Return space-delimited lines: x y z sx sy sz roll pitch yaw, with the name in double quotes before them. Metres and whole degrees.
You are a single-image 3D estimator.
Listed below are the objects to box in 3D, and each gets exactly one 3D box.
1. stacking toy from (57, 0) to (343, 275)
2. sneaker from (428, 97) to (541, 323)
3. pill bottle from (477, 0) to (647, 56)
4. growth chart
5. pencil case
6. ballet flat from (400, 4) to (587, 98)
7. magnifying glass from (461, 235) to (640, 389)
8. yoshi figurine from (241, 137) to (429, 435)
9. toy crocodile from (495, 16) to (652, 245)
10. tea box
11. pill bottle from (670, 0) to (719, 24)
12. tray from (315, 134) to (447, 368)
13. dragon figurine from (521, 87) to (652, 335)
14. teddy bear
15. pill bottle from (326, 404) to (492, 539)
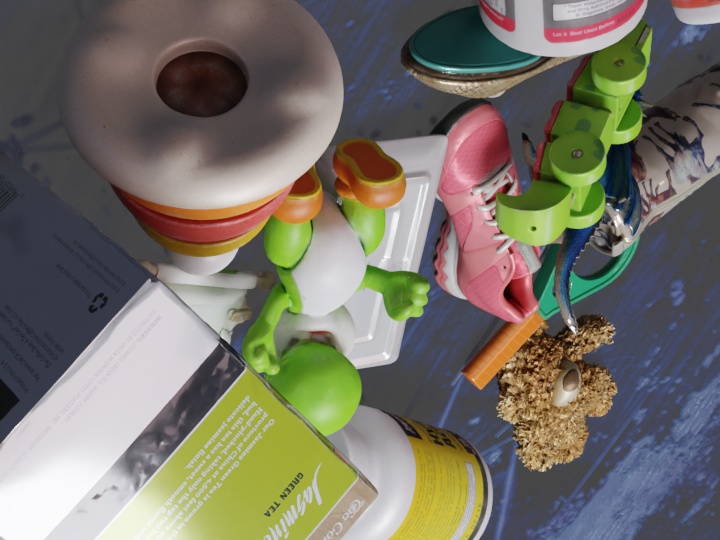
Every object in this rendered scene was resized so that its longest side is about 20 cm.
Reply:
"stacking toy" -0.087 -0.053 0.811 0.146 0.146 0.200 -34 158 -22
"sneaker" 0.100 -0.039 1.049 0.074 0.087 0.201 -36 143 -20
"pill bottle" 0.118 -0.235 0.864 0.110 0.111 0.201 -35 143 -20
"growth chart" -0.147 0.077 0.939 0.144 0.018 0.201 14 111 -53
"pencil case" 0.248 -0.089 1.171 0.199 0.089 0.078 -34 143 -21
"ballet flat" 0.106 -0.149 0.976 0.199 0.071 0.065 -24 152 -28
"magnifying glass" 0.158 0.018 1.216 0.200 0.022 0.080 -48 130 -5
"yoshi figurine" -0.023 0.026 0.917 0.112 0.112 0.201 -52 157 -49
"toy crocodile" 0.156 -0.099 1.020 0.201 0.061 0.068 -62 159 -25
"tea box" -0.132 0.072 0.747 0.134 0.200 0.197 -47 130 -8
"pill bottle" 0.221 -0.264 0.896 0.112 0.112 0.201 -29 108 -27
"tray" 0.000 0.000 1.007 0.107 0.022 0.201 -9 130 -26
"dragon figurine" 0.175 -0.059 1.070 0.099 0.201 0.059 -10 148 9
"teddy bear" 0.183 0.113 1.306 0.145 0.067 0.200 -42 145 -16
"pill bottle" 0.012 0.164 1.118 0.112 0.111 0.200 -55 146 8
